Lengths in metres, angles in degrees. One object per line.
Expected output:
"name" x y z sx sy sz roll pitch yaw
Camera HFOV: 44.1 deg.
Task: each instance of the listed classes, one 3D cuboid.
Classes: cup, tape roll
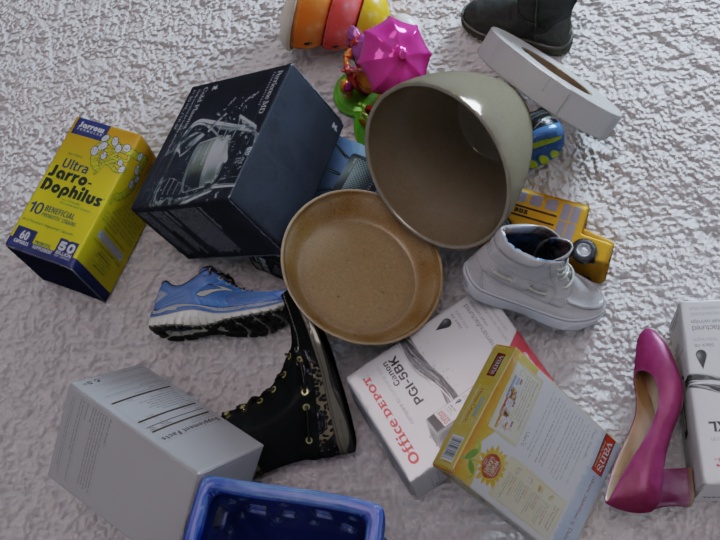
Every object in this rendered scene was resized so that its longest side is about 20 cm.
"cup" 0.122 -0.148 1.036 0.198 0.203 0.143 33 48 22
"tape roll" 0.236 -0.235 1.111 0.203 0.201 0.037 45 115 23

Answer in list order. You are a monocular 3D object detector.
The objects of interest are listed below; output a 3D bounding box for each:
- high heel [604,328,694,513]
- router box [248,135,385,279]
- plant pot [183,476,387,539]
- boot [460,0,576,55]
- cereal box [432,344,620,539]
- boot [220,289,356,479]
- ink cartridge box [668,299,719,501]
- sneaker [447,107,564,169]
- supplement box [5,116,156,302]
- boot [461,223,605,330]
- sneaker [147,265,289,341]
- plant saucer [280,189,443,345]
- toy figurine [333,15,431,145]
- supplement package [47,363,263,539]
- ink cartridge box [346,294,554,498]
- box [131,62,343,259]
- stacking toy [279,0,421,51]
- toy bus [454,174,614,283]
"high heel" 0.302 0.161 0.977 0.093 0.068 0.205 2 72 -8
"router box" -0.035 -0.070 1.150 0.147 0.062 0.203 21 72 19
"plant pot" -0.075 0.338 0.910 0.195 0.181 0.204 7 68 12
"boot" 0.216 -0.384 1.171 0.178 0.201 0.074 14 68 15
"cereal box" 0.180 0.194 0.937 0.039 0.199 0.145 4 57 58
"boot" -0.101 0.136 1.046 0.151 0.073 0.208 -19 84 3
"ink cartridge box" 0.424 0.140 0.965 0.142 0.085 0.205 -3 65 9
"sneaker" 0.166 -0.162 1.163 0.195 0.072 0.084 -16 45 4
"supplement box" -0.359 -0.082 1.186 0.107 0.110 0.204 16 69 16
"boot" 0.218 0.006 1.007 0.196 0.096 0.075 11 52 -24
"sneaker" -0.172 0.033 1.120 0.195 0.079 0.091 -3 68 9
"plant saucer" 0.000 0.000 1.047 0.195 0.036 0.205 7 61 -12
"toy figurine" 0.031 -0.258 1.156 0.199 0.185 0.151 37 76 23
"supplement package" -0.229 0.213 0.996 0.197 0.119 0.124 27 107 24
"ink cartridge box" 0.102 0.139 1.022 0.198 0.083 0.148 -33 66 -6
"box" -0.153 -0.131 1.118 0.193 0.124 0.203 -1 58 40
"stacking toy" -0.008 -0.359 1.255 0.196 0.147 0.149 17 69 0
"toy bus" 0.215 -0.050 1.098 0.196 0.065 0.080 17 68 17
